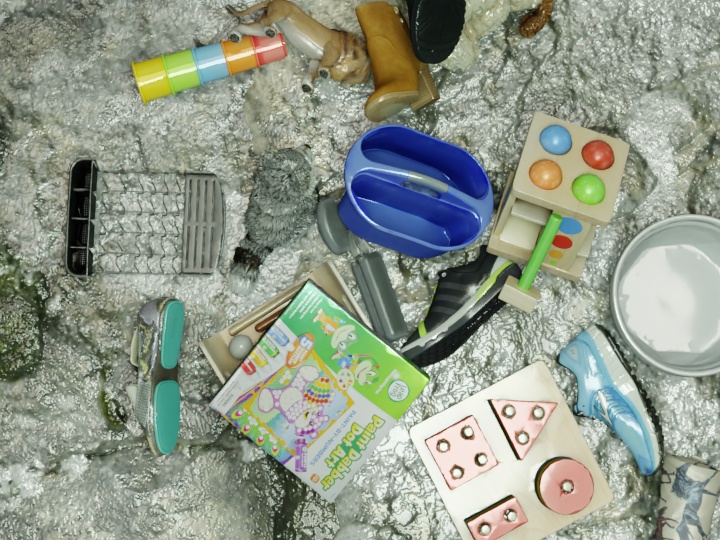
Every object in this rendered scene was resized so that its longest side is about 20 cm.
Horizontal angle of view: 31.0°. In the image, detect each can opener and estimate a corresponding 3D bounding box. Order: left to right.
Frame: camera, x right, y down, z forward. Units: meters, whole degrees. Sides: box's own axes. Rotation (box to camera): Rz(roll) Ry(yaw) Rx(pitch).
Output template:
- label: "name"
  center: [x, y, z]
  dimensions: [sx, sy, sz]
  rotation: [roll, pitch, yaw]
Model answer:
- label: "can opener"
  center: [0.000, 0.000, 1.664]
  dimensions: [0.066, 0.053, 0.201]
  rotation: [-23, 86, -21]

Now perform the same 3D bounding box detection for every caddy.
- label: "caddy"
  center: [0.067, -0.098, 1.622]
  dimensions: [0.199, 0.105, 0.142]
  rotation: [18, 71, -14]

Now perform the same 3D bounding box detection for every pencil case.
- label: "pencil case"
  center: [0.400, 0.328, 1.617]
  dimensions: [0.077, 0.089, 0.201]
  rotation: [11, 83, 14]

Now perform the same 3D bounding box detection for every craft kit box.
- label: "craft kit box"
  center: [-0.050, 0.148, 1.606]
  dimensions: [0.197, 0.049, 0.200]
  rotation: [38, 94, -6]

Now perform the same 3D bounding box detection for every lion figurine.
- label: "lion figurine"
  center: [-0.072, -0.298, 1.654]
  dimensions: [0.200, 0.072, 0.123]
  rotation: [40, 45, -11]

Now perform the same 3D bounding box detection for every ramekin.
- label: "ramekin"
  center: [0.407, 0.035, 1.635]
  dimensions: [0.199, 0.105, 0.201]
  rotation: [0, 85, 1]

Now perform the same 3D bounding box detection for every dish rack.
- label: "dish rack"
  center: [-0.274, -0.063, 1.672]
  dimensions: [0.199, 0.055, 0.154]
  rotation: [2, 85, 0]

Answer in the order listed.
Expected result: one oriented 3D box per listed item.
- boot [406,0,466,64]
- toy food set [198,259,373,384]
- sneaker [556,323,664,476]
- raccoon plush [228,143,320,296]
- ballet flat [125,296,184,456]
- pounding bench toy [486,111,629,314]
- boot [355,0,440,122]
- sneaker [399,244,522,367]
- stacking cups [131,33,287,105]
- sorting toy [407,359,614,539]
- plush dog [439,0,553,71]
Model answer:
- label: "boot"
  center: [0.056, -0.366, 1.608]
  dimensions: [0.073, 0.162, 0.199]
  rotation: [-12, 113, -31]
- label: "toy food set"
  center: [-0.085, 0.099, 1.652]
  dimensions: [0.199, 0.060, 0.144]
  rotation: [-32, 85, -2]
- label: "sneaker"
  center: [0.317, 0.172, 1.649]
  dimensions: [0.090, 0.078, 0.201]
  rotation: [-30, 81, 16]
- label: "raccoon plush"
  center: [-0.106, -0.063, 1.630]
  dimensions: [0.096, 0.134, 0.201]
  rotation: [13, 84, 0]
- label: "ballet flat"
  center: [-0.263, 0.134, 1.654]
  dimensions: [0.072, 0.072, 0.202]
  rotation: [3, 84, 0]
- label: "pounding bench toy"
  center: [0.233, -0.064, 1.583]
  dimensions: [0.124, 0.156, 0.201]
  rotation: [19, 58, 2]
- label: "boot"
  center: [0.026, -0.267, 1.629]
  dimensions: [0.071, 0.201, 0.145]
  rotation: [-28, 88, 26]
- label: "sneaker"
  center: [0.118, 0.042, 1.664]
  dimensions: [0.200, 0.072, 0.083]
  rotation: [-39, 65, -6]
- label: "stacking cups"
  center: [-0.195, -0.273, 1.688]
  dimensions: [0.199, 0.061, 0.061]
  rotation: [-18, 85, -2]
- label: "sorting toy"
  center: [0.191, 0.244, 1.632]
  dimensions: [0.198, 0.070, 0.201]
  rotation: [-27, 85, -3]
- label: "plush dog"
  center: [0.164, -0.378, 1.668]
  dimensions: [0.171, 0.160, 0.201]
  rotation: [-18, 84, -25]
